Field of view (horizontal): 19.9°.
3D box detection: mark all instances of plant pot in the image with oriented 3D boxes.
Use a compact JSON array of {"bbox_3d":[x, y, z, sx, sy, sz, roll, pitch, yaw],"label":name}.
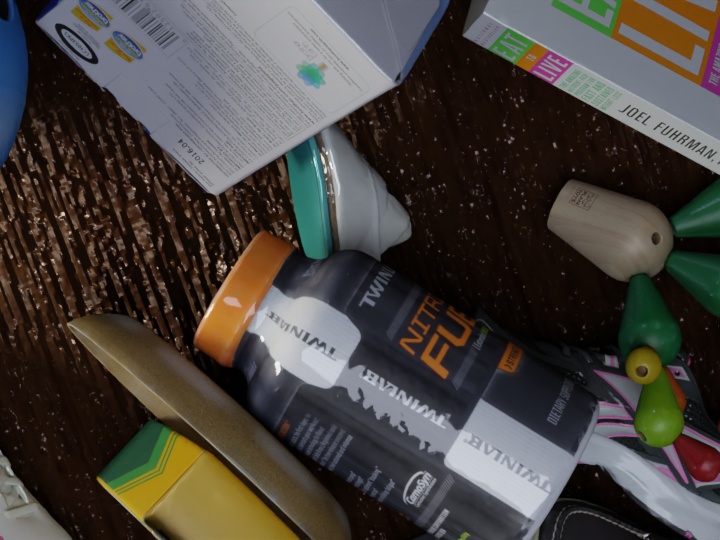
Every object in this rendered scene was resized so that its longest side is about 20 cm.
[{"bbox_3d":[-0.074,0.087,1.093,0.200,0.200,0.028,45,81,-11],"label":"plant pot"}]

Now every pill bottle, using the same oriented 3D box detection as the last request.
[{"bbox_3d":[0.014,0.060,1.054,0.199,0.106,0.107,31,103,1],"label":"pill bottle"}]

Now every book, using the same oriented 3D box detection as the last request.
[{"bbox_3d":[0.158,-0.130,1.058,0.199,0.048,0.134,26,59,-13],"label":"book"}]

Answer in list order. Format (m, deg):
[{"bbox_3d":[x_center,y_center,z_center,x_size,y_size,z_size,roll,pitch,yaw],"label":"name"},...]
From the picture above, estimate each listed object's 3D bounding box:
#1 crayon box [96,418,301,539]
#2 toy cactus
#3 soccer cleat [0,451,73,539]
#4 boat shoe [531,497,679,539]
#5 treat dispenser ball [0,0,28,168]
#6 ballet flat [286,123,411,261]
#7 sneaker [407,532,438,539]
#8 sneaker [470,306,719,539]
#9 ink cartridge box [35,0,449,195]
[{"bbox_3d":[-0.068,0.148,1.099,0.052,0.200,0.126,-46,102,-9],"label":"crayon box"},{"bbox_3d":[0.177,0.000,1.106,0.164,0.102,0.201,27,79,17],"label":"toy cactus"},{"bbox_3d":[-0.230,0.111,1.155,0.199,0.070,0.087,33,103,-9],"label":"soccer cleat"},{"bbox_3d":[0.178,0.182,1.157,0.199,0.065,0.074,31,61,-28],"label":"boat shoe"},{"bbox_3d":[-0.267,-0.102,1.027,0.199,0.201,0.202,0,106,0],"label":"treat dispenser ball"},{"bbox_3d":[0.000,0.000,1.137,0.069,0.069,0.201,-5,110,1],"label":"ballet flat"},{"bbox_3d":[0.015,0.208,1.165,0.199,0.109,0.070,-27,104,7],"label":"sneaker"},{"bbox_3d":[0.143,0.070,1.154,0.199,0.080,0.087,33,93,-18],"label":"sneaker"},{"bbox_3d":[-0.071,-0.127,1.041,0.136,0.076,0.200,45,140,-15],"label":"ink cartridge box"}]
